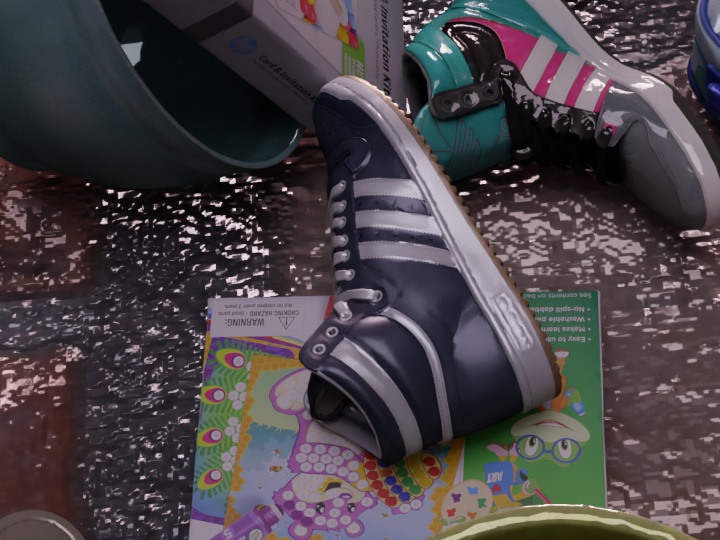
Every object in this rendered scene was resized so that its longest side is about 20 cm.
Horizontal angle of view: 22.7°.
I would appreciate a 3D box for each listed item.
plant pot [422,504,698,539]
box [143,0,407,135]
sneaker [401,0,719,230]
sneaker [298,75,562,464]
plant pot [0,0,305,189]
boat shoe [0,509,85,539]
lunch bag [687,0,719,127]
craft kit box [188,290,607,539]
[{"bbox_3d":[0.086,0.219,0.694,0.200,0.184,0.201,-7,58,11],"label":"plant pot"},{"bbox_3d":[-0.047,-0.167,0.933,0.041,0.200,0.156,-19,55,28],"label":"box"},{"bbox_3d":[0.087,-0.070,0.922,0.121,0.084,0.200,-31,54,-17],"label":"sneaker"},{"bbox_3d":[0.000,0.000,0.855,0.108,0.070,0.200,-27,64,-11],"label":"sneaker"},{"bbox_3d":[-0.135,-0.128,0.938,0.134,0.200,0.201,-19,56,28],"label":"plant pot"},{"bbox_3d":[-0.123,0.207,0.812,0.072,0.063,0.200,-12,59,-32],"label":"boat shoe"},{"bbox_3d":[0.271,-0.088,0.913,0.160,0.083,0.200,-29,61,-11],"label":"lunch bag"},{"bbox_3d":[0.019,0.105,0.856,0.199,0.049,0.198,-2,63,6],"label":"craft kit box"}]
